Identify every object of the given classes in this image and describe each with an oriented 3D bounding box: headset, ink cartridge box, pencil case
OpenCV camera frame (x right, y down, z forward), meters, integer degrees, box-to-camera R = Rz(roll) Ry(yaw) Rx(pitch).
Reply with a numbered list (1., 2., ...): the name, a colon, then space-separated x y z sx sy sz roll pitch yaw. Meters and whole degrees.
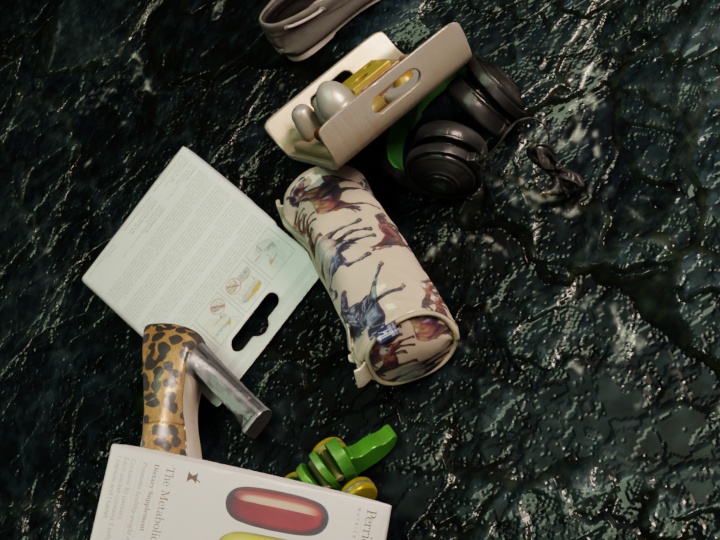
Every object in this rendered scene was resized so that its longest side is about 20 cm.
1. headset: 0.097 -0.108 1.074 0.124 0.094 0.199 -58 33 -5
2. ink cartridge box: -0.141 0.007 1.198 0.200 0.057 0.163 39 91 21
3. pencil case: 0.000 0.000 1.062 0.089 0.078 0.201 -17 50 -16

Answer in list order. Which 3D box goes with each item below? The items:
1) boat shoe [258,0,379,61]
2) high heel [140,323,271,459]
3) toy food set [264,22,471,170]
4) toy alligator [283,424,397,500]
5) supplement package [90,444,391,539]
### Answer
1. boat shoe: -0.012 -0.281 1.237 0.200 0.057 0.067 -42 49 10
2. high heel: -0.189 0.145 1.107 0.142 0.072 0.200 40 77 24
3. toy food set: -0.003 -0.157 1.098 0.143 0.061 0.200 -40 18 -8
4. toy alligator: -0.053 0.189 1.017 0.200 0.054 0.059 -45 48 7
5. supplement package: -0.084 0.200 0.928 0.198 0.110 0.115 11 80 2
